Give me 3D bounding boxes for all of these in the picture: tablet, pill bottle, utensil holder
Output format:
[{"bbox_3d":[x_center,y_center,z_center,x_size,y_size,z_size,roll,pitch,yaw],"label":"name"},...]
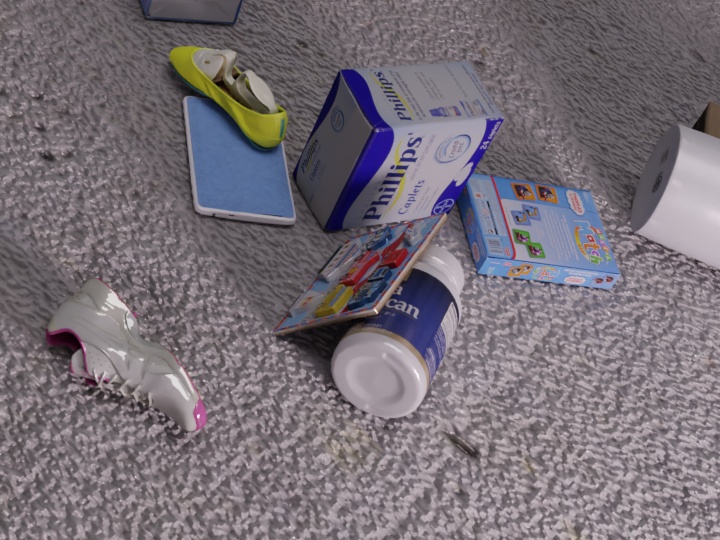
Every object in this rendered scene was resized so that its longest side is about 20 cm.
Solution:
[{"bbox_3d":[-0.152,-0.138,1.695,0.128,0.014,0.202,7,46,-21],"label":"tablet"},{"bbox_3d":[0.050,0.060,1.540,0.110,0.112,0.201,29,43,1],"label":"pill bottle"},{"bbox_3d":[0.490,-0.089,1.867,0.197,0.171,0.171,20,43,-4],"label":"utensil holder"}]

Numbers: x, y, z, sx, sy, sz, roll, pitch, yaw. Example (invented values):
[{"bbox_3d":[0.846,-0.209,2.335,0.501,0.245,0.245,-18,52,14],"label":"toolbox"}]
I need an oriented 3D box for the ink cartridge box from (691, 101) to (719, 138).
[{"bbox_3d":[0.581,-0.145,2.019,0.198,0.076,0.166,25,37,-2],"label":"ink cartridge box"}]

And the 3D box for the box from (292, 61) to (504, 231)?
[{"bbox_3d":[0.045,-0.153,1.685,0.198,0.185,0.106,-9,55,-32],"label":"box"}]

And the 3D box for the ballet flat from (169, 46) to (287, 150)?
[{"bbox_3d":[-0.162,-0.236,1.725,0.200,0.067,0.066,45,46,18],"label":"ballet flat"}]

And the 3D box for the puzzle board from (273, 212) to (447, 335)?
[{"bbox_3d":[0.000,0.000,1.558,0.018,0.149,0.200,61,40,-20],"label":"puzzle board"}]

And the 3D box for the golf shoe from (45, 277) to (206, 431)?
[{"bbox_3d":[-0.240,0.101,1.395,0.091,0.076,0.200,-37,69,-28],"label":"golf shoe"}]

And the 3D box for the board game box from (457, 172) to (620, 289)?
[{"bbox_3d":[0.230,-0.053,1.793,0.197,0.037,0.153,6,48,-21],"label":"board game box"}]

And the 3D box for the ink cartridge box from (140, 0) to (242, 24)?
[{"bbox_3d":[-0.247,-0.435,1.879,0.135,0.077,0.202,0,51,-28],"label":"ink cartridge box"}]
